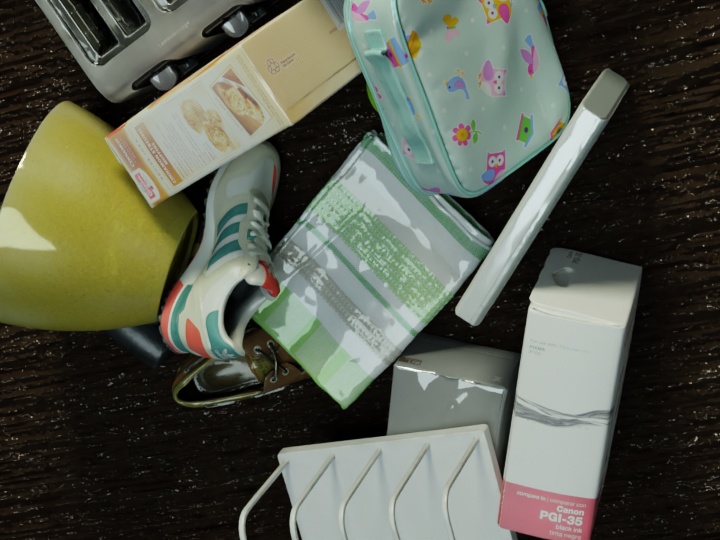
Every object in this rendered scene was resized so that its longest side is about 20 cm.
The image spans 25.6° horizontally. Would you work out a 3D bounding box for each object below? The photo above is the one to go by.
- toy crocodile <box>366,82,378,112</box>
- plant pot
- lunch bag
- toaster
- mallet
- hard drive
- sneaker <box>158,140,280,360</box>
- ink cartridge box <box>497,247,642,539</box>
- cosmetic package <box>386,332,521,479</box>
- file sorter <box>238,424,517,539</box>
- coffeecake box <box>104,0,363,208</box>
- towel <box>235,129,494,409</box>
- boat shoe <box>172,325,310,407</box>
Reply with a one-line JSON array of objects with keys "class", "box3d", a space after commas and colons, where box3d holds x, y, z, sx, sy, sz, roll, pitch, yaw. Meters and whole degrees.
[{"class": "toy crocodile", "box3d": [0.028, -0.192, 1.313, 0.067, 0.062, 0.201, -20, 106, 33]}, {"class": "plant pot", "box3d": [-0.223, -0.028, 1.380, 0.140, 0.200, 0.202, 20, 115, 1]}, {"class": "lunch bag", "box3d": [0.073, -0.167, 1.240, 0.077, 0.160, 0.202, 9, 129, 52]}, {"class": "toaster", "box3d": [-0.172, -0.265, 1.312, 0.180, 0.119, 0.201, -31, 98, 24]}, {"class": "mallet", "box3d": [-0.157, 0.007, 1.456, 0.066, 0.041, 0.200, 43, 112, 0]}, {"class": "hard drive", "box3d": [0.147, -0.060, 1.281, 0.026, 0.132, 0.201, 32, 116, 4]}, {"class": "sneaker", "box3d": [-0.096, -0.014, 1.359, 0.093, 0.070, 0.202, 13, 74, 37]}, {"class": "ink cartridge box", "box3d": [0.175, 0.102, 1.324, 0.082, 0.147, 0.202, 11, 113, 12]}, {"class": "cosmetic package", "box3d": [0.077, 0.167, 1.415, 0.106, 0.090, 0.202, 13, 110, 13]}, {"class": "file sorter", "box3d": [0.017, 0.230, 1.344, 0.198, 0.125, 0.140, -9, 107, 23]}, {"class": "coffeecake box", "box3d": [-0.089, -0.145, 1.276, 0.199, 0.153, 0.073, -25, 104, 47]}, {"class": "towel", "box3d": [0.000, 0.000, 1.368, 0.149, 0.031, 0.200, 44, 102, 11]}, {"class": "boat shoe", "box3d": [-0.081, 0.082, 1.440, 0.198, 0.068, 0.072, -26, 99, 23]}]
